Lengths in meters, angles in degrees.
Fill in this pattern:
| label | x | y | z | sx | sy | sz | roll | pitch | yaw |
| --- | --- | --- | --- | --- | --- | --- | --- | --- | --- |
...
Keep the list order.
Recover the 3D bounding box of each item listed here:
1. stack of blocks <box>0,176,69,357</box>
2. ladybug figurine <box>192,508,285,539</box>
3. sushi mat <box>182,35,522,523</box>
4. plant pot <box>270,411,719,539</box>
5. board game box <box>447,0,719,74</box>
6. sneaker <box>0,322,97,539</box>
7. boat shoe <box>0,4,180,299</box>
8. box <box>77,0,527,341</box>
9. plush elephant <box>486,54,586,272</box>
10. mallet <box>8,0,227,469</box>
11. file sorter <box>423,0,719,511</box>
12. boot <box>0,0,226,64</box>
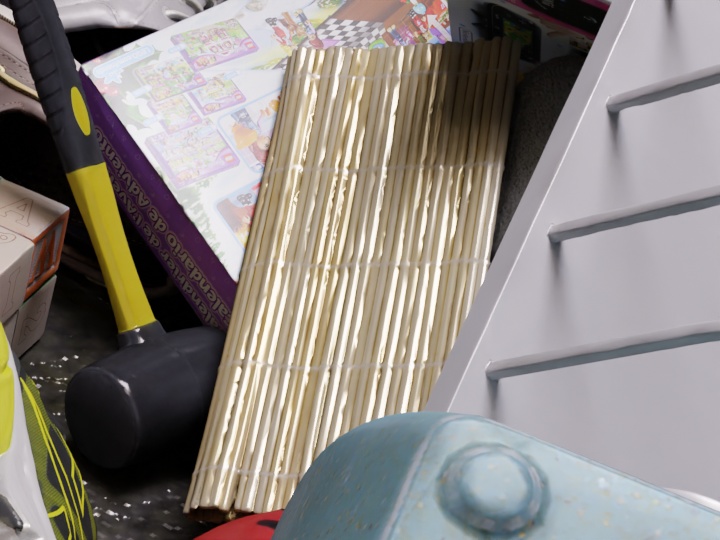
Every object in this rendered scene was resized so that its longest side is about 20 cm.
| label | x | y | z | sx | sy | sz | roll | pitch | yaw |
| --- | --- | --- | --- | --- | --- | --- | --- | --- | --- |
| stack of blocks | -0.199 | 0.020 | 0.756 | 0.115 | 0.059 | 0.200 | 24 | 32 | 11 |
| ladybug figurine | 0.014 | 0.133 | 0.672 | 0.200 | 0.072 | 0.136 | 27 | 33 | 15 |
| sushi mat | 0.000 | 0.000 | 0.777 | 0.095 | 0.012 | 0.201 | -2 | 55 | 20 |
| plant pot | 0.038 | 0.144 | 0.489 | 0.195 | 0.200 | 0.197 | 22 | 55 | 7 |
| board game box | 0.132 | -0.090 | 0.806 | 0.199 | 0.064 | 0.148 | 22 | -6 | 7 |
| sneaker | -0.106 | 0.097 | 0.668 | 0.074 | 0.085 | 0.201 | -21 | 54 | 14 |
| boat shoe | -0.139 | -0.052 | 0.889 | 0.200 | 0.072 | 0.060 | 31 | 30 | 10 |
| box | 0.000 | -0.053 | 0.873 | 0.200 | 0.039 | 0.137 | -28 | 76 | -34 |
| plush elephant | 0.115 | 0.039 | 0.761 | 0.154 | 0.201 | 0.165 | 15 | 3 | -7 |
| mallet | -0.101 | -0.026 | 0.786 | 0.041 | 0.201 | 0.066 | -15 | 11 | 42 |
| file sorter | 0.125 | 0.017 | 0.605 | 0.139 | 0.124 | 0.200 | 38 | 62 | -23 |
| boot | -0.088 | -0.118 | 1.027 | 0.199 | 0.074 | 0.096 | -10 | 46 | -23 |
